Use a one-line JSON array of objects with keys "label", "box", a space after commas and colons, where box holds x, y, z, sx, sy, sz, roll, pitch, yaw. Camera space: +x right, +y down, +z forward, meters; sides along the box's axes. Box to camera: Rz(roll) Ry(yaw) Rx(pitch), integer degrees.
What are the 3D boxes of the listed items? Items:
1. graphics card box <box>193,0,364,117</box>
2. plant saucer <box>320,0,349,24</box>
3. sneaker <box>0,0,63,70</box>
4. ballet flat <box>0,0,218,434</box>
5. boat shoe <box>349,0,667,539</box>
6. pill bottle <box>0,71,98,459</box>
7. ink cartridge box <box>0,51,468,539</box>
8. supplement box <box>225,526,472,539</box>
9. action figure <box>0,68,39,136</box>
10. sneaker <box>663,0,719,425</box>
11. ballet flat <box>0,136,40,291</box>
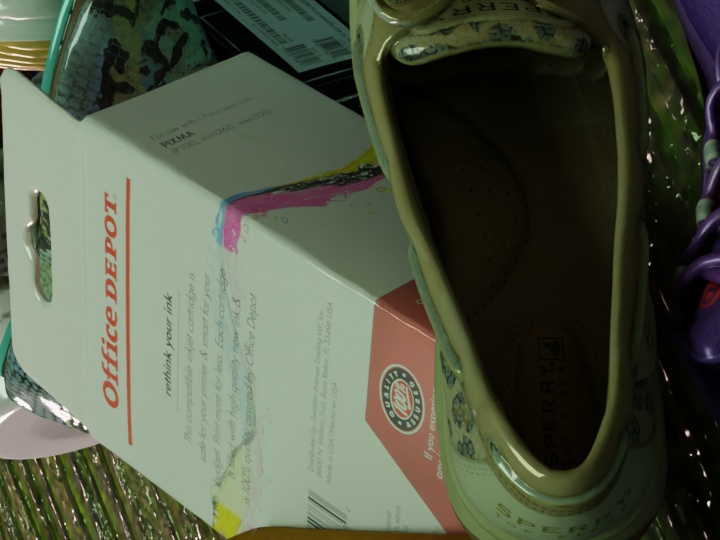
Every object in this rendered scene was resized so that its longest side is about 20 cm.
[{"label": "graphics card box", "box": [0.000, 0.000, 0.827, 0.200, 0.051, 0.126, 40, 139, 40]}, {"label": "plant saucer", "box": [-0.029, -0.157, 0.799, 0.201, 0.039, 0.201, 50, 168, 14]}, {"label": "sneaker", "box": [-0.106, -0.153, 0.861, 0.200, 0.076, 0.088, -107, 17, -49]}, {"label": "ballet flat", "box": [-0.068, -0.019, 0.830, 0.074, 0.074, 0.200, 59, 150, 32]}, {"label": "boat shoe", "box": [0.039, -0.031, 0.619, 0.063, 0.073, 0.200, 82, 177, -68]}, {"label": "pill bottle", "box": [-0.127, -0.039, 1.007, 0.113, 0.113, 0.200, -48, 59, 58]}, {"label": "ink cartridge box", "box": [-0.018, 0.017, 0.739, 0.200, 0.067, 0.117, 33, 133, 35]}, {"label": "supplement box", "box": [-0.035, 0.190, 0.630, 0.133, 0.197, 0.200, -5, 102, 53]}, {"label": "action figure", "box": [-0.121, -0.120, 0.935, 0.200, 0.052, 0.065, -68, -21, -53]}, {"label": "sneaker", "box": [0.105, -0.014, 0.606, 0.081, 0.083, 0.200, -33, 71, 61]}, {"label": "ballet flat", "box": [-0.110, -0.033, 0.921, 0.067, 0.200, 0.064, -103, -9, -79]}]
